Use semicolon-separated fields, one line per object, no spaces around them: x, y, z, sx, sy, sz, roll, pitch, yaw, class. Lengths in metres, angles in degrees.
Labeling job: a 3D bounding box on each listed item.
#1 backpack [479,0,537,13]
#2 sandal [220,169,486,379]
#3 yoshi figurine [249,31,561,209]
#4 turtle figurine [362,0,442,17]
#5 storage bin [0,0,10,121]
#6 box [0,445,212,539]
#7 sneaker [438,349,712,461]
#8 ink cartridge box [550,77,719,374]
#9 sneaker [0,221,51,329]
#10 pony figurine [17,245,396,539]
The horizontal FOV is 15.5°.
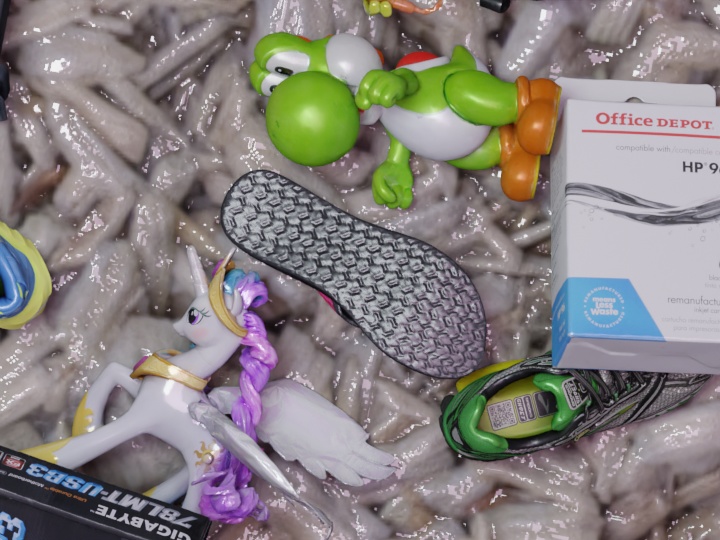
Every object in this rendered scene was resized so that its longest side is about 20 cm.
0.137;-0.285;1.670;0.199;0.154;0.192;-23;84;1;backpack
0.000;0.000;1.731;0.199;0.045;0.075;33;86;10;sandal
0.022;-0.092;1.691;0.199;0.112;0.113;14;99;-1;yoshi figurine
-0.034;-0.247;1.698;0.160;0.064;0.201;-17;103;5;turtle figurine
-0.302;-0.190;1.655;0.199;0.146;0.135;14;82;-4;storage bin
-0.212;0.208;1.666;0.197;0.050;0.201;19;123;1;box
0.150;0.078;1.719;0.199;0.085;0.078;-24;95;-3;sneaker
0.181;-0.041;1.687;0.115;0.068;0.201;2;70;-4;ink cartridge box
-0.277;-0.039;1.674;0.200;0.105;0.076;37;91;-5;sneaker
-0.094;0.108;1.686;0.193;0.167;0.200;46;105;3;pony figurine
